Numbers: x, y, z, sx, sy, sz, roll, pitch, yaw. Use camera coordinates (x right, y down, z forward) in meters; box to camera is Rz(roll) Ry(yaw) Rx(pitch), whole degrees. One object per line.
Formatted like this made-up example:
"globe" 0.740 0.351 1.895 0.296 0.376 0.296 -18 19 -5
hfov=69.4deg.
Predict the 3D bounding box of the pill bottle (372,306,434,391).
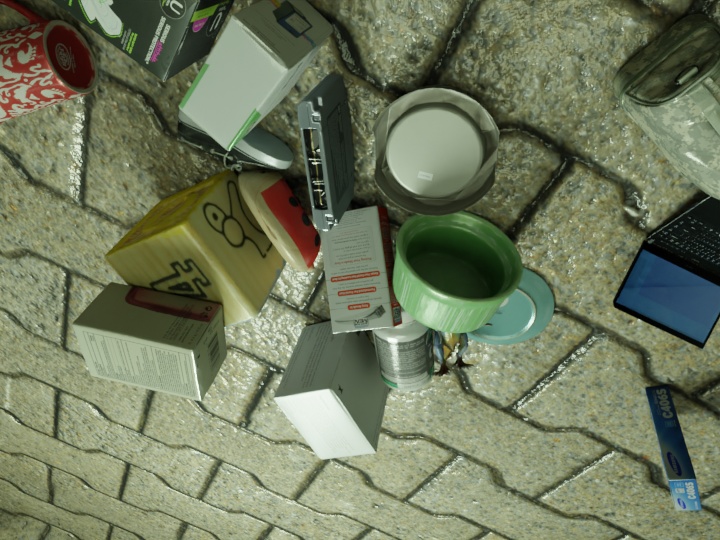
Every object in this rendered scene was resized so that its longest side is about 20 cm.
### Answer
"pill bottle" 0.080 0.124 0.989 0.113 0.113 0.201 1 128 14

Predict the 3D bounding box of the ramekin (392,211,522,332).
"ramekin" 0.145 0.002 0.831 0.199 0.200 0.098 16 136 2

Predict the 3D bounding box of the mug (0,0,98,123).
"mug" -0.535 -0.326 0.798 0.199 0.134 0.178 -6 127 15

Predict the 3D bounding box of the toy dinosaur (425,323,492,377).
"toy dinosaur" 0.151 0.101 0.959 0.105 0.200 0.182 -10 94 -14

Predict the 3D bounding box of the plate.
"plate" 0.254 0.072 0.961 0.199 0.026 0.201 8 129 10

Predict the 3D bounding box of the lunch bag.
"lunch bag" 0.426 -0.185 0.628 0.200 0.168 0.139 40 126 -17

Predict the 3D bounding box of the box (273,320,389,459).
"box" -0.046 0.235 1.051 0.130 0.199 0.200 -15 122 25

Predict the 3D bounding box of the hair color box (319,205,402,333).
"hair color box" 0.000 0.000 0.883 0.110 0.064 0.201 -8 87 20

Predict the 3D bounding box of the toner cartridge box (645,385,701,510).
"toner cartridge box" 0.571 0.320 0.956 0.043 0.200 0.095 -15 121 26

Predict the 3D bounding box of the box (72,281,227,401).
"box" -0.334 0.114 0.849 0.199 0.109 0.128 12 129 6

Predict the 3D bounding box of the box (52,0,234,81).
"box" -0.287 -0.376 0.679 0.200 0.149 0.124 36 125 -13

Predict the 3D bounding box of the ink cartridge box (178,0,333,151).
"ink cartridge box" -0.131 -0.270 0.688 0.087 0.200 0.145 40 127 -13

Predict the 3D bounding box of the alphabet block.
"alphabet block" -0.275 -0.026 0.917 0.196 0.196 0.200 -19 119 24

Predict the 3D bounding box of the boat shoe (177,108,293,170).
"boat shoe" -0.206 -0.199 0.841 0.199 0.074 0.068 22 125 -2

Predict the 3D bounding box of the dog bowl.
"dog bowl" 0.112 -0.182 0.782 0.199 0.059 0.201 8 128 10

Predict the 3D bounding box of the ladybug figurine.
"ladybug figurine" -0.129 -0.088 0.879 0.072 0.136 0.200 -32 105 0

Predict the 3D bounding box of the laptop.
"laptop" 0.525 0.009 0.787 0.177 0.104 0.200 24 149 -5

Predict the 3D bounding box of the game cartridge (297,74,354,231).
"game cartridge" -0.045 -0.177 0.778 0.040 0.134 0.201 8 128 17
